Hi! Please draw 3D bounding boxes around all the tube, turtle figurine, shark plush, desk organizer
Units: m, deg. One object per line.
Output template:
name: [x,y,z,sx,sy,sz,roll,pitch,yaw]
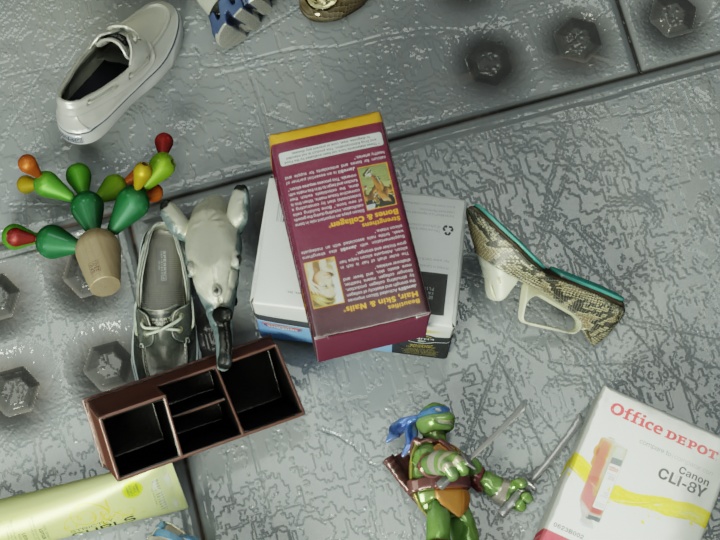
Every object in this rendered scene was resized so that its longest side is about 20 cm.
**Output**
tube: [-0.272,0.230,1.652,0.197,0.058,0.053,-13,84,-1]
turtle figurine: [0.116,0.220,1.608,0.197,0.144,0.197,0,79,4]
shark plush: [-0.129,0.002,1.667,0.090,0.084,0.202,-20,56,-1]
desk organizer: [-0.159,0.133,1.637,0.198,0.077,0.073,-19,103,-16]

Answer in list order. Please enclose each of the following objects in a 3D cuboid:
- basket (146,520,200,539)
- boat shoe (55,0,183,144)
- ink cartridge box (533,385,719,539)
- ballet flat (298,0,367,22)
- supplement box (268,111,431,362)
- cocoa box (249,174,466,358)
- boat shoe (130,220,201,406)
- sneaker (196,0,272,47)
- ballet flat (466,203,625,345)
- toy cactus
basket: [-0.175,0.352,1.568,0.175,0.140,0.201,27,47,8]
boat shoe: [-0.244,-0.217,1.737,0.073,0.066,0.201,19,56,14]
ink cartridge box: [0.257,0.232,1.631,0.144,0.083,0.202,23,77,7]
ballet flat: [0.018,-0.334,1.799,0.199,0.046,0.068,-34,77,-7]
supplement box: [-0.011,-0.031,1.565,0.109,0.086,0.202,-12,74,-4]
cocoa box: [0.000,0.000,1.670,0.197,0.131,0.135,7,74,2]
boat shoe: [-0.200,0.048,1.692,0.071,0.071,0.203,-8,77,-2]
sneaker: [-0.111,-0.344,1.777,0.199,0.081,0.115,-43,77,4]
ballet flat: [0.171,0.014,1.674,0.199,0.068,0.076,31,95,-18]
toy cactus: [-0.268,-0.054,1.692,0.198,0.103,0.166,-19,53,-1]
